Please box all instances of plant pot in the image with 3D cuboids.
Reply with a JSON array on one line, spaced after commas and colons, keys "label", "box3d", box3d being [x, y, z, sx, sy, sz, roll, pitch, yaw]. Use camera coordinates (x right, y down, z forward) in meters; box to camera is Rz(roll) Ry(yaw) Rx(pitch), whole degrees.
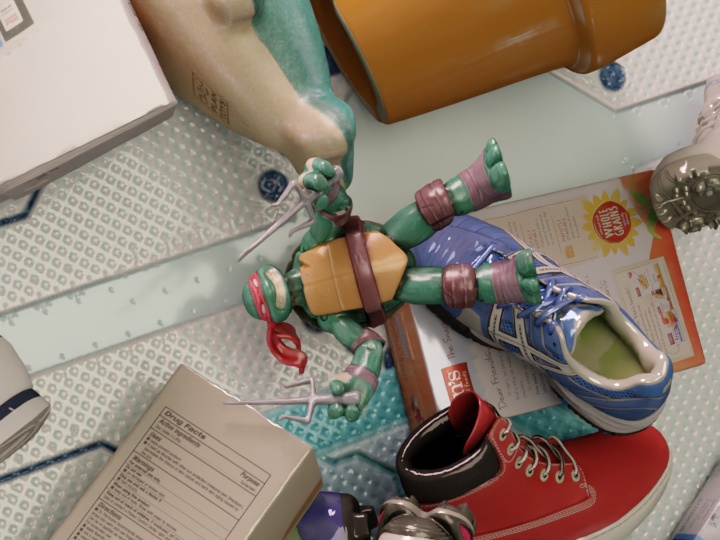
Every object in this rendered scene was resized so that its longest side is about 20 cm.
[{"label": "plant pot", "box3d": [0.063, -0.190, 1.285, 0.182, 0.200, 0.201, -31, 94, -6]}]

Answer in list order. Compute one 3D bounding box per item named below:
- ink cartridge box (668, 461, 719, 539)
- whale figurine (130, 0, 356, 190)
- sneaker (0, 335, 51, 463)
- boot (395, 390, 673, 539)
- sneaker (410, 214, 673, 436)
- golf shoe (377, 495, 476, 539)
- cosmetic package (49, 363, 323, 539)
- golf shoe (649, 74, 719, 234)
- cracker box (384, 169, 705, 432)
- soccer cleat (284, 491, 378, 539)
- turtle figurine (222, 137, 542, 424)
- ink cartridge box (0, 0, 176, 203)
[{"label": "ink cartridge box", "box3d": [0.300, 0.222, 1.388, 0.200, 0.043, 0.199, 41, 71, -12]}, {"label": "whale figurine", "box3d": [-0.059, -0.140, 1.237, 0.104, 0.159, 0.200, -39, 71, -18]}, {"label": "sneaker", "box3d": [-0.278, 0.107, 1.180, 0.199, 0.076, 0.081, -34, 84, -25]}, {"label": "boot", "box3d": [0.113, 0.117, 1.279, 0.199, 0.072, 0.145, -24, 133, -21]}, {"label": "sneaker", "box3d": [0.112, 0.020, 1.255, 0.199, 0.077, 0.076, 33, 71, 2]}, {"label": "golf shoe", "box3d": [0.043, 0.227, 1.233, 0.088, 0.076, 0.201, -66, 146, -43]}, {"label": "cosmetic package", "box3d": [-0.119, 0.169, 1.204, 0.105, 0.071, 0.201, 32, 71, 18]}, {"label": "golf shoe", "box3d": [0.243, -0.084, 1.374, 0.199, 0.078, 0.098, -8, 66, -51]}, {"label": "cracker box", "box3d": [0.114, 0.022, 1.336, 0.198, 0.058, 0.135, -13, 86, -22]}, {"label": "soccer cleat", "box3d": [-0.021, 0.238, 1.266, 0.083, 0.065, 0.202, -7, 89, 9]}, {"label": "turtle figurine", "box3d": [0.000, 0.000, 1.204, 0.198, 0.101, 0.151, -17, 103, 1]}, {"label": "ink cartridge box", "box3d": [-0.210, -0.149, 1.173, 0.144, 0.147, 0.201, -26, 94, -4]}]
